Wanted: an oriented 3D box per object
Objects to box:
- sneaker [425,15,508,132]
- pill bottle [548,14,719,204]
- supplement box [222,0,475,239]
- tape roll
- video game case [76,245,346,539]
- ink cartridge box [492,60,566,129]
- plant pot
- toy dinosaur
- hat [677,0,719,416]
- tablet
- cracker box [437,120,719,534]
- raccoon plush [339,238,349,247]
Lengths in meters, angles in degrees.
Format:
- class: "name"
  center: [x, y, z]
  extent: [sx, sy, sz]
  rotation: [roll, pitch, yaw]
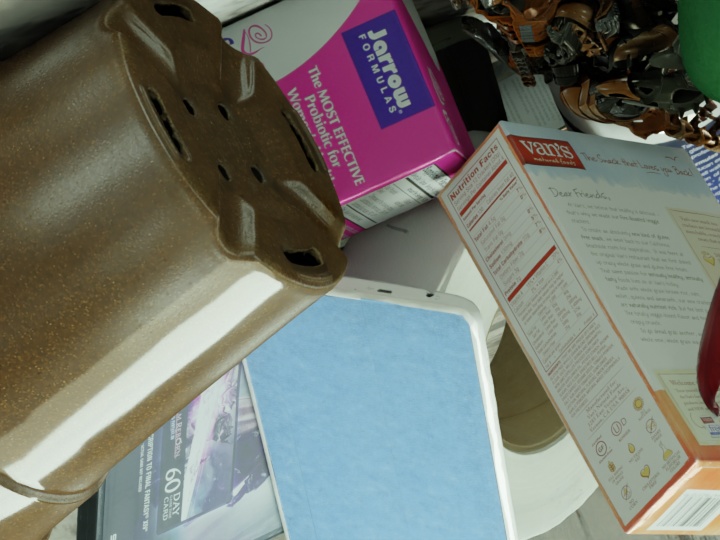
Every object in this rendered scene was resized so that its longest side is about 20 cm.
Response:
- class: "sneaker"
  center: [0.018, -0.056, 1.592]
  extent: [0.075, 0.107, 0.200]
  rotation: [-19, 173, -29]
- class: "pill bottle"
  center: [0.159, -0.093, 1.492]
  extent: [0.111, 0.111, 0.200]
  rotation: [-23, 144, 6]
- class: "supplement box"
  center: [-0.055, -0.056, 1.369]
  extent: [0.199, 0.102, 0.103]
  rotation: [-24, 171, 6]
- class: "tape roll"
  center: [0.069, 0.033, 1.464]
  extent: [0.071, 0.203, 0.202]
  rotation: [18, -157, 39]
- class: "video game case"
  center: [-0.060, 0.074, 1.406]
  extent: [0.019, 0.144, 0.200]
  rotation: [24, -150, 36]
- class: "ink cartridge box"
  center: [0.067, -0.064, 1.674]
  extent: [0.199, 0.050, 0.109]
  rotation: [-27, -148, 5]
- class: "plant pot"
  center: [-0.125, -0.005, 1.206]
  extent: [0.198, 0.201, 0.200]
  rotation: [-33, 170, 21]
- class: "toy dinosaur"
  center: [0.127, -0.112, 1.349]
  extent: [0.199, 0.103, 0.135]
  rotation: [11, 159, -43]
- class: "hat"
  center: [0.161, -0.092, 1.264]
  extent: [0.176, 0.165, 0.200]
  rotation: [-50, -173, 36]
- class: "tablet"
  center: [0.010, 0.082, 1.378]
  extent: [0.130, 0.201, 0.014]
  rotation: [8, -137, 23]
- class: "cracker box"
  center: [0.136, 0.027, 1.324]
  extent: [0.134, 0.200, 0.058]
  rotation: [6, 136, -42]
- class: "raccoon plush"
  center: [0.000, 0.000, 1.594]
  extent: [0.096, 0.135, 0.200]
  rotation: [4, -174, 20]
